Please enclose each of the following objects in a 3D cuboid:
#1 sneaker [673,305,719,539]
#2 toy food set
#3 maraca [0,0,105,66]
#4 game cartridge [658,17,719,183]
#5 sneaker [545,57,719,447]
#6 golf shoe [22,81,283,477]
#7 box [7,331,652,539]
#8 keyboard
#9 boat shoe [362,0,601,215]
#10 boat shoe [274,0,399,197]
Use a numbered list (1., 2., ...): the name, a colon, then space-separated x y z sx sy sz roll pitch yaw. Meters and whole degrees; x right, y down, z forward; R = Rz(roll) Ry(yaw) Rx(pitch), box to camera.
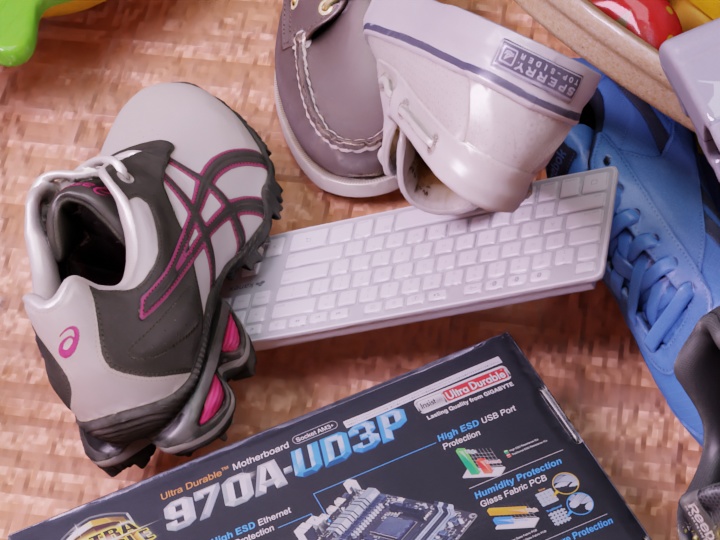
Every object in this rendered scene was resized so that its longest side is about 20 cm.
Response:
1. sneaker: 0.139 0.101 0.718 0.084 0.074 0.200 5 70 -21
2. toy food set: 0.133 -0.096 0.876 0.198 0.049 0.200 15 23 -44
3. maraca: -0.146 -0.157 0.960 0.137 0.107 0.200 25 55 21
4. game cartridge: 0.190 -0.017 0.679 0.133 0.042 0.200 -26 60 4
5. sneaker: 0.105 -0.006 0.833 0.078 0.066 0.200 17 38 -30
6. golf shoe: -0.080 -0.020 0.836 0.077 0.088 0.200 -22 38 16
7. box: 0.002 0.122 0.757 0.200 0.046 0.159 -22 52 -16
8. keyboard: 0.000 0.000 0.834 0.200 0.011 0.056 -11 48 25
9. boat shoe: 0.032 -0.056 0.812 0.071 0.070 0.200 24 5 -14
10. boat shoe: 0.000 -0.119 0.954 0.072 0.060 0.200 1 49 2
